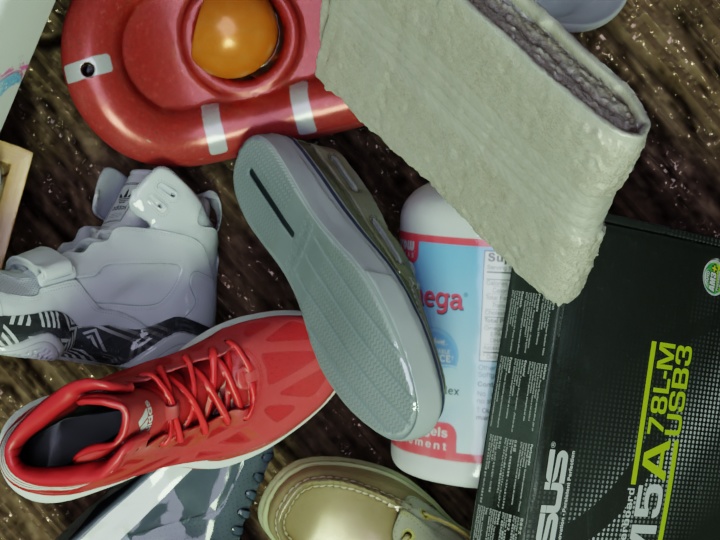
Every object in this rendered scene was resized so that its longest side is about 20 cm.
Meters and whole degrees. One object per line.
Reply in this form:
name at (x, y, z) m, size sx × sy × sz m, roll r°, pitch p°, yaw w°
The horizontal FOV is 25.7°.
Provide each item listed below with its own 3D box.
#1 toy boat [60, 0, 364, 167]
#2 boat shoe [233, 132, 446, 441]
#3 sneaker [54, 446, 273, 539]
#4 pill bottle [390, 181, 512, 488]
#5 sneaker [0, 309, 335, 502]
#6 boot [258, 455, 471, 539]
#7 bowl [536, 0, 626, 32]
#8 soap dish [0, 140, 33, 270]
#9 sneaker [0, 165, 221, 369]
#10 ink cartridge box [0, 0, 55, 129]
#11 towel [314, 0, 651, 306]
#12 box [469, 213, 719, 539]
toy boat at (-0.070, -0.131, 0.871) m, size 0.198 × 0.131 × 0.132 m, roll -14°, pitch 94°, yaw 4°
boat shoe at (0.000, 0.000, 0.845) m, size 0.201 × 0.062 × 0.072 m, roll 60°, pitch 139°, yaw 27°
sneaker at (-0.067, 0.154, 0.924) m, size 0.202 × 0.077 × 0.146 m, roll -43°, pitch 95°, yaw 2°
pill bottle at (0.073, 0.014, 0.888) m, size 0.107 × 0.109 × 0.202 m, roll 2°, pitch 94°, yaw 3°
sneaker at (-0.091, 0.075, 0.817) m, size 0.198 × 0.115 × 0.079 m, roll -24°, pitch 91°, yaw -11°
boot at (0.044, 0.183, 0.853) m, size 0.199 × 0.155 × 0.072 m, roll 33°, pitch 96°, yaw -23°
bowl at (0.052, -0.201, 0.854) m, size 0.090 × 0.201 × 0.202 m, roll -29°, pitch 94°, yaw 42°
soap dish at (-0.286, 0.003, 0.918) m, size 0.156 × 0.081 × 0.202 m, roll 17°, pitch 95°, yaw 1°
sneaker at (-0.159, -0.006, 0.884) m, size 0.199 × 0.075 × 0.116 m, roll 11°, pitch 85°, yaw -39°
ink cartridge box at (-0.250, -0.132, 0.824) m, size 0.144 × 0.088 × 0.202 m, roll 25°, pitch 96°, yaw 2°
towel at (0.052, -0.087, 0.764) m, size 0.034 × 0.133 × 0.200 m, roll -31°, pitch 64°, yaw -27°
box at (0.152, 0.075, 0.859) m, size 0.192 × 0.047 × 0.202 m, roll 10°, pitch 89°, yaw -41°
